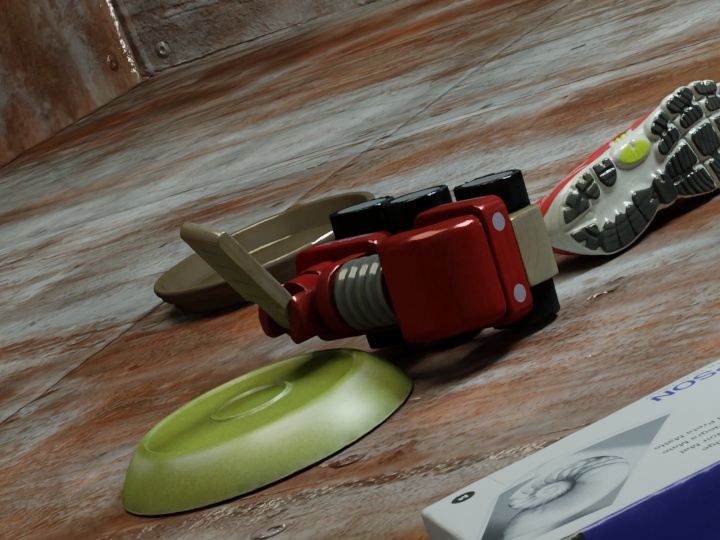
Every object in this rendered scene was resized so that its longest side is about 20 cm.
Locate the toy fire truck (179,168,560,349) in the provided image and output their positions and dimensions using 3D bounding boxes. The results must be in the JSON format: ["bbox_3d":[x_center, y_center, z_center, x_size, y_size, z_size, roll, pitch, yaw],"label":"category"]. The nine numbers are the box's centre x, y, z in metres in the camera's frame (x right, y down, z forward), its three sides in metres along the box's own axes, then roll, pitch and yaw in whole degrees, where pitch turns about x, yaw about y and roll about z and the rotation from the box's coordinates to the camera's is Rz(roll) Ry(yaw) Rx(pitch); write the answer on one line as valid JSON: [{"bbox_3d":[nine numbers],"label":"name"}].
[{"bbox_3d":[0.000,0.000,1.647,0.175,0.129,0.199,-10,10,44],"label":"toy fire truck"}]

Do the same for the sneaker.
[{"bbox_3d":[0.190,-0.071,1.815,0.199,0.077,0.085,-29,8,-31],"label":"sneaker"}]

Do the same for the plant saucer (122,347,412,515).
[{"bbox_3d":[-0.065,0.095,1.650,0.199,0.031,0.200,-22,12,5],"label":"plant saucer"}]

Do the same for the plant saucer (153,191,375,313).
[{"bbox_3d":[-0.076,-0.013,2.160,0.199,0.030,0.200,-22,12,5],"label":"plant saucer"}]

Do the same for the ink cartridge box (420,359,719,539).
[{"bbox_3d":[0.144,0.101,1.200,0.199,0.041,0.200,-25,12,-12],"label":"ink cartridge box"}]
